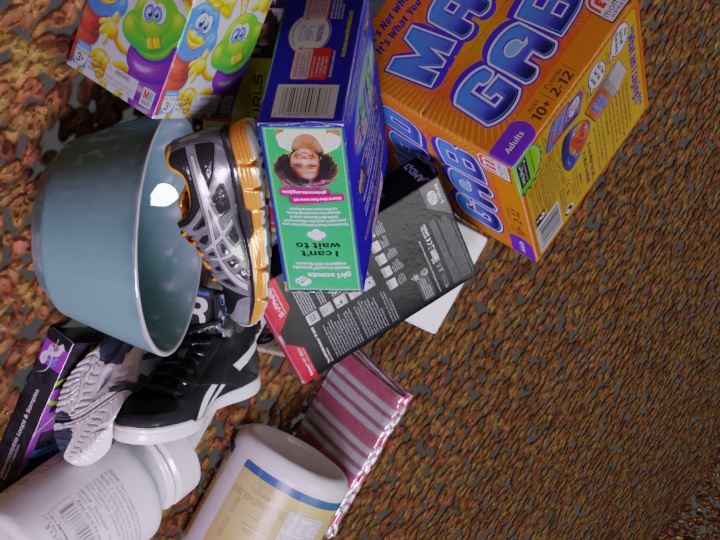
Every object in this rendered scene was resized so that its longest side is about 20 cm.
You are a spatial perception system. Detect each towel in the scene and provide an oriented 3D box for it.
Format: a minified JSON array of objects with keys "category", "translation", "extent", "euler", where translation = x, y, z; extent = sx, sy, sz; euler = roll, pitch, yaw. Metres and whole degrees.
[{"category":"towel","translation":[-0.022,0.203,1.913],"extent":[0.030,0.146,0.201],"euler":[25,98,-35]}]

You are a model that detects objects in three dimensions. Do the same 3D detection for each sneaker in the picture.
[{"category":"sneaker","translation":[-0.154,0.072,1.397],"extent":[0.200,0.072,0.113],"euler":[-28,120,-62]},{"category":"sneaker","translation":[-0.193,0.098,1.475],"extent":[0.129,0.079,0.201],"euler":[40,65,-53]},{"category":"sneaker","translation":[-0.112,-0.038,1.315],"extent":[0.079,0.076,0.201],"euler":[-95,-179,-52]}]

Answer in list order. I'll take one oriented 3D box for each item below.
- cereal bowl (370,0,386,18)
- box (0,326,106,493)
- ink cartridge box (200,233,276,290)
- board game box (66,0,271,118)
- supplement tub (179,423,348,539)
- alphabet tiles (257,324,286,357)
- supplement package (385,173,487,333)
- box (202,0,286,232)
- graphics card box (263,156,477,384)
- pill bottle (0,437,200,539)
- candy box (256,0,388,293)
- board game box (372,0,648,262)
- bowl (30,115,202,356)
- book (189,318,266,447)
[{"category":"cereal bowl","translation":[-0.011,-0.248,1.496],"extent":[0.200,0.083,0.201],"euler":[-42,151,-30]},{"category":"box","translation":[-0.274,0.147,1.518],"extent":[0.143,0.036,0.201],"euler":[1,118,-61]},{"category":"ink cartridge box","translation":[-0.100,-0.063,1.533],"extent":[0.200,0.050,0.161],"euler":[-48,171,-25]},{"category":"board game box","translation":[-0.135,-0.233,1.265],"extent":[0.103,0.104,0.202],"euler":[-9,126,-57]},{"category":"supplement tub","translation":[-0.118,0.293,1.836],"extent":[0.201,0.144,0.144],"euler":[-61,155,6]},{"category":"alphabet tiles","translation":[-0.023,0.032,1.709],"extent":[0.200,0.166,0.008],"euler":[-40,122,-34]},{"category":"supplement package","translation":[0.021,-0.037,1.629],"extent":[0.113,0.200,0.110],"euler":[26,98,-28]},{"category":"box","translation":[-0.098,-0.136,1.381],"extent":[0.050,0.074,0.202],"euler":[-62,155,-79]},{"category":"graphics card box","translation":[0.000,0.000,1.483],"extent":[0.199,0.051,0.126],"euler":[-32,126,-6]},{"category":"pill bottle","translation":[-0.246,0.215,1.471],"extent":[0.200,0.114,0.115],"euler":[-35,147,-38]},{"category":"candy box","translation":[-0.028,-0.108,1.356],"extent":[0.201,0.076,0.170],"euler":[81,14,-47]},{"category":"board game box","translation":[0.131,-0.172,1.511],"extent":[0.200,0.199,0.200],"euler":[-52,156,-12]},{"category":"bowl","translation":[-0.201,-0.033,1.318],"extent":[0.201,0.104,0.203],"euler":[3,90,-80]},{"category":"book","translation":[-0.162,0.112,1.627],"extent":[0.201,0.048,0.134],"euler":[-62,174,15]}]
